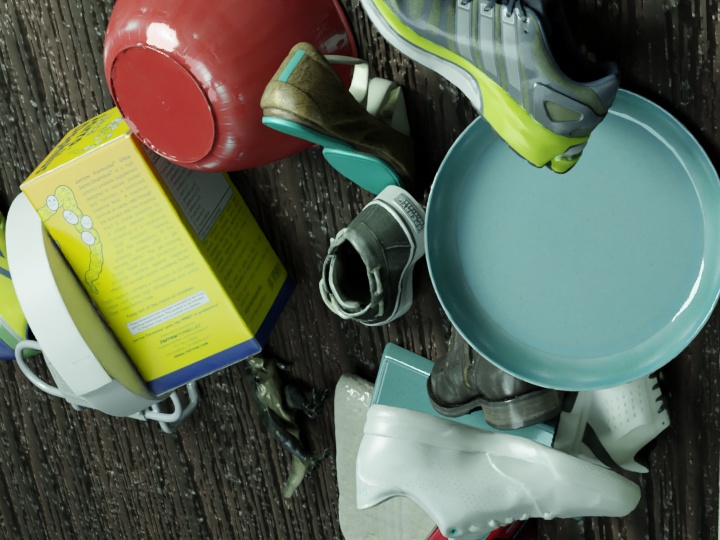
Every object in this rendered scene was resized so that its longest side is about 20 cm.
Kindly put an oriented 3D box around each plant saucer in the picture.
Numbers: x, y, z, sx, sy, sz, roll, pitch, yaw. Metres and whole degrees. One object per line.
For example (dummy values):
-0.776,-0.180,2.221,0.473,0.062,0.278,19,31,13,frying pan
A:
0.091,0.124,1.493,0.199,0.019,0.071,23,105,27,plant saucer
0.141,-0.023,1.258,0.198,0.027,0.202,2,98,12,plant saucer

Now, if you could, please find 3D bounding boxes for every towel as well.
0.041,0.182,1.606,0.132,0.034,0.201,22,136,25,towel

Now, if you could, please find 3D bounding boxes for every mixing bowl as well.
-0.110,-0.147,1.385,0.199,0.108,0.201,24,137,24,mixing bowl

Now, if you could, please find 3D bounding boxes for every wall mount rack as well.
-0.226,0.057,1.709,0.199,0.075,0.175,10,133,35,wall mount rack

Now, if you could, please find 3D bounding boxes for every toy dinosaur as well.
-0.062,0.126,1.640,0.088,0.047,0.201,23,140,47,toy dinosaur

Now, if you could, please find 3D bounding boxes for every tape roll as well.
-0.210,0.019,1.545,0.037,0.203,0.204,-24,109,18,tape roll

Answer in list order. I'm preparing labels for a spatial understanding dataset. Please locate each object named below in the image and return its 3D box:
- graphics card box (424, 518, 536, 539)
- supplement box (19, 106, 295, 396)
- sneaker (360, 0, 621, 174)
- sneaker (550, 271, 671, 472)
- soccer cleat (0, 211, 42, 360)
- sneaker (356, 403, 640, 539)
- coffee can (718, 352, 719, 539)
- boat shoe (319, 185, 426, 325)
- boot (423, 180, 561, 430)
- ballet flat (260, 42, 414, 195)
0.092,0.266,1.561,0.051,0.125,0.201,23,136,25,graphics card box
-0.155,-0.025,1.509,0.109,0.109,0.201,-23,109,24,supplement box
0.079,-0.154,1.190,0.200,0.074,0.081,39,125,-6,sneaker
0.187,0.067,1.351,0.079,0.074,0.201,17,141,11,sneaker
-0.326,-0.006,1.764,0.083,0.065,0.202,-2,124,7,soccer cleat
0.093,0.157,1.348,0.198,0.089,0.075,14,175,2,sneaker
0.300,0.130,1.229,0.145,0.146,0.201,19,136,29,coffee can
0.000,0.000,1.419,0.071,0.063,0.200,49,161,12,boat shoe
0.082,0.017,1.390,0.200,0.069,0.176,-173,66,-71,boot
-0.005,-0.107,1.334,0.067,0.073,0.200,15,173,30,ballet flat
